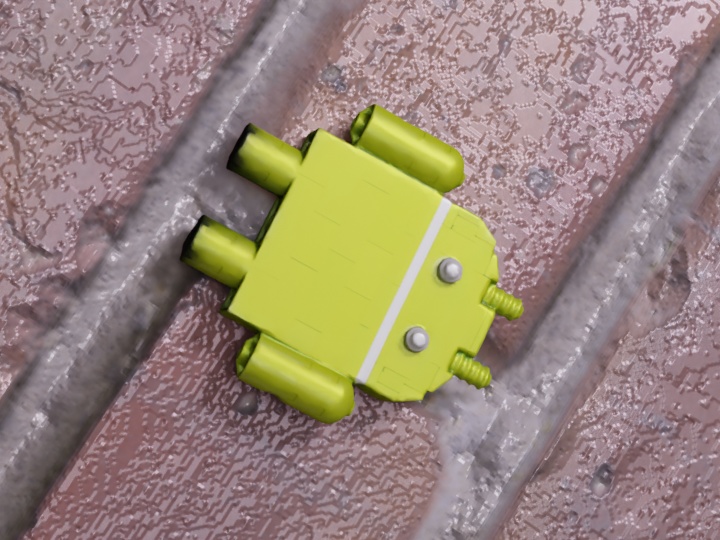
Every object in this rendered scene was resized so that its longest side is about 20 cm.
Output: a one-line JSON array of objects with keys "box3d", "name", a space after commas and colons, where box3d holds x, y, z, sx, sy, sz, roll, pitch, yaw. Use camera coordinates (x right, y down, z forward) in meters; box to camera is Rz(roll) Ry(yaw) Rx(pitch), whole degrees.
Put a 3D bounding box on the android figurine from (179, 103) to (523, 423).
[{"box3d": [0.000, 0.000, 1.202, 0.199, 0.041, 0.183, 30, 80, -9], "name": "android figurine"}]
